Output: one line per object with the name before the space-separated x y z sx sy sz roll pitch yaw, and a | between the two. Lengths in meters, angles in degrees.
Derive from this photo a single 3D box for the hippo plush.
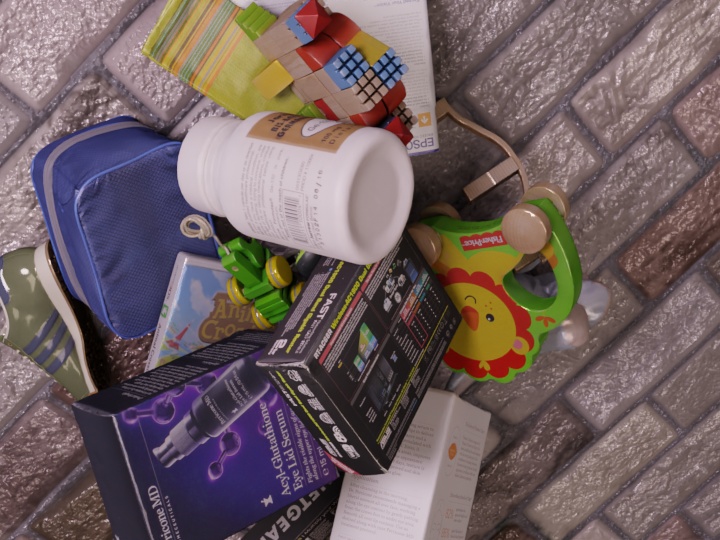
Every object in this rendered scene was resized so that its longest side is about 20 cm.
hippo plush | 0.164 0.008 1.206 0.198 0.159 0.163 -22 101 28

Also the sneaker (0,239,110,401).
sneaker | -0.329 0.064 1.126 0.088 0.067 0.203 -11 121 2

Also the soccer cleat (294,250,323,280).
soccer cleat | 0.000 0.000 1.105 0.068 0.081 0.199 -51 159 11

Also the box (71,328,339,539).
box | -0.139 0.157 0.990 0.198 0.104 0.150 -24 103 -33

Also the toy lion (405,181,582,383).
toy lion | 0.134 0.023 1.088 0.198 0.069 0.194 -9 113 38

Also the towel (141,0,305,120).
towel | -0.100 -0.186 1.017 0.198 0.018 0.087 32 96 -19

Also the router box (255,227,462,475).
router box | 0.005 0.064 1.009 0.061 0.201 0.151 -5 131 39

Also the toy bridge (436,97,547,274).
toy bridge | 0.137 -0.093 1.122 0.067 0.027 0.202 -32 81 0

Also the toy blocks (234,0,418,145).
toy blocks | -0.012 -0.172 0.966 0.100 0.136 0.200 -46 107 -14

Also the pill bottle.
pill bottle | -0.062 -0.080 0.959 0.114 0.198 0.116 -25 121 -49

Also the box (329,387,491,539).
box | 0.056 0.233 1.186 0.152 0.105 0.203 34 67 -63

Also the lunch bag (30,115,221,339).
lunch bag | -0.226 -0.041 1.056 0.135 0.132 0.203 -25 125 -27

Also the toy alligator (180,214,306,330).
toy alligator | -0.099 -0.003 1.027 0.059 0.055 0.200 -23 130 23

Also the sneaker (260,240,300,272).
sneaker | -0.054 -0.078 1.120 0.200 0.074 0.087 -45 120 4

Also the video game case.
video game case | -0.121 0.087 1.087 0.198 0.022 0.185 12 98 -41

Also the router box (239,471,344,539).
router box | -0.054 0.304 1.271 0.200 0.052 0.157 -45 149 -4

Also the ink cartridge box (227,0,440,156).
ink cartridge box | -0.027 -0.203 1.060 0.193 0.043 0.203 -10 108 -11
